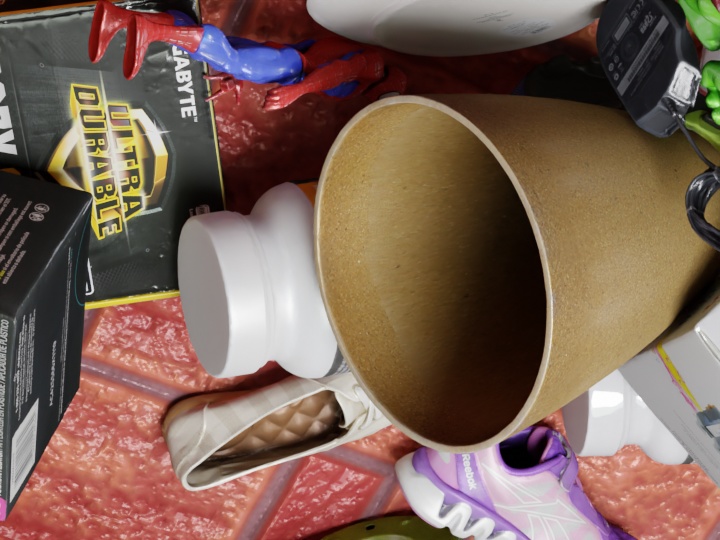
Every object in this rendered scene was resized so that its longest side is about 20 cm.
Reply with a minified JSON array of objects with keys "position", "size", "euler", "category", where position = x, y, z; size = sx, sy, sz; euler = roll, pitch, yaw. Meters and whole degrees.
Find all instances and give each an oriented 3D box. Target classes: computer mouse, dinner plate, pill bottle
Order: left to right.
[{"position":[0.000,0.000,1.209],"size":[0.199,0.116,0.117],"euler":[-9,124,-22],"category":"pill bottle"},{"position":[0.070,-0.148,1.127],"size":[0.198,0.200,0.024],"euler":[-6,81,-5],"category":"dinner plate"},{"position":[0.174,-0.076,1.055],"size":[0.034,0.201,0.059],"euler":[8,133,-31],"category":"computer mouse"},{"position":[0.233,0.064,1.310],"size":[0.198,0.116,0.117],"euler":[-3,122,-6],"category":"pill bottle"}]

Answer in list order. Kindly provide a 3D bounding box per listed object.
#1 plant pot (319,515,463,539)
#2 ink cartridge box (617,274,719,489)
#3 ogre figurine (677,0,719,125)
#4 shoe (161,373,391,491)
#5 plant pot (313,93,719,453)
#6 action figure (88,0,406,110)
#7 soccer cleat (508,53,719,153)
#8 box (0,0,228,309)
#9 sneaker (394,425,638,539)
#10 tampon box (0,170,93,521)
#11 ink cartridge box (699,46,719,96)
[{"position":[0.029,0.280,1.382],"size":[0.199,0.201,0.194],"euler":[-15,111,1],"category":"plant pot"},{"position":[0.259,0.051,1.154],"size":[0.145,0.200,0.145],"euler":[-41,88,-9],"category":"ink cartridge box"},{"position":[0.208,-0.157,1.041],"size":[0.097,0.120,0.201],"euler":[6,111,-22],"category":"ogre figurine"},{"position":[-0.031,0.095,1.326],"size":[0.199,0.054,0.070],"euler":[-18,123,3],"category":"shoe"},{"position":[0.107,-0.019,1.110],"size":[0.199,0.186,0.188],"euler":[-16,130,-37],"category":"plant pot"},{"position":[-0.054,-0.115,1.148],"size":[0.199,0.065,0.052],"euler":[1,101,-36],"category":"action figure"},{"position":[0.179,-0.085,1.254],"size":[0.199,0.065,0.084],"euler":[8,150,-18],"category":"soccer cleat"},{"position":[-0.162,-0.073,1.206],"size":[0.158,0.049,0.201],"euler":[-7,122,-2],"category":"box"},{"position":[0.124,0.153,1.375],"size":[0.199,0.081,0.089],"euler":[29,106,-22],"category":"sneaker"},{"position":[-0.269,0.025,1.163],"size":[0.198,0.127,0.151],"euler":[14,126,7],"category":"tampon box"},{"position":[0.316,-0.118,1.175],"size":[0.198,0.148,0.086],"euler":[-3,112,-17],"category":"ink cartridge box"}]
